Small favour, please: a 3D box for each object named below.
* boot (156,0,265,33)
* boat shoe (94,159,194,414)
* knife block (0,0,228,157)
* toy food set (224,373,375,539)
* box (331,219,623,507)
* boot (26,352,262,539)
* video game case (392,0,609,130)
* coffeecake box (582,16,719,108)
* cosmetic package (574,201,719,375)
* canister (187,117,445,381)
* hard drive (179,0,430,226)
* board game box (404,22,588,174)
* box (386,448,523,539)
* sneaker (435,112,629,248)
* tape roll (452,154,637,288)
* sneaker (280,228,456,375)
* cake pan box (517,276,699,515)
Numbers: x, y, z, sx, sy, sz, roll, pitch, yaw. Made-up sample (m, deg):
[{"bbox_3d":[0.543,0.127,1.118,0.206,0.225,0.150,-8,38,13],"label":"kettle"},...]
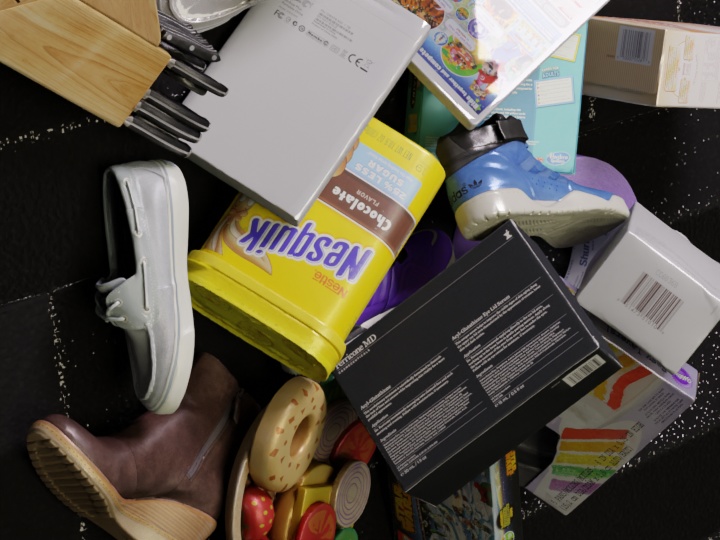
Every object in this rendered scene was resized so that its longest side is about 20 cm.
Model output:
[{"bbox_3d":[-0.070,-0.248,1.504,0.200,0.096,0.074,-37,113,-18],"label":"boot"},{"bbox_3d":[-0.176,0.013,1.507,0.071,0.070,0.201,0,87,-32],"label":"boat shoe"},{"bbox_3d":[-0.202,-0.149,1.443,0.200,0.064,0.176,-19,128,-21],"label":"knife block"},{"bbox_3d":[-0.048,0.184,1.648,0.198,0.049,0.201,4,97,-61],"label":"toy food set"},{"bbox_3d":[0.093,0.078,1.594,0.200,0.141,0.079,-37,154,9],"label":"box"},{"bbox_3d":[-0.172,0.132,1.561,0.200,0.072,0.167,50,56,-36],"label":"boot"},{"bbox_3d":[0.112,-0.233,1.627,0.143,0.018,0.200,46,71,1],"label":"video game case"},{"bbox_3d":[0.290,-0.196,1.810,0.200,0.153,0.073,-2,103,-41],"label":"coffeecake box"},{"bbox_3d":[0.261,0.012,1.702,0.081,0.113,0.200,-53,176,12],"label":"cosmetic package"},{"bbox_3d":[-0.038,-0.032,1.577,0.148,0.087,0.200,31,73,4],"label":"canister"},{"bbox_3d":[-0.051,-0.151,1.552,0.200,0.132,0.027,-56,174,-16],"label":"hard drive"},{"bbox_3d":[0.121,-0.189,1.696,0.151,0.047,0.201,2,100,-15],"label":"board game box"},{"bbox_3d":[0.083,0.197,1.715,0.040,0.137,0.200,-32,131,-33],"label":"box"},{"bbox_3d":[0.147,-0.083,1.659,0.200,0.077,0.111,-1,63,-40],"label":"sneaker"},{"bbox_3d":[0.178,-0.013,1.818,0.200,0.066,0.201,-11,107,-40],"label":"tape roll"},{"bbox_3d":[0.000,0.000,1.662,0.200,0.069,0.100,-36,120,-30],"label":"sneaker"},{"bbox_3d":[0.172,0.111,1.733,0.184,0.200,0.052,36,35,-11],"label":"cake pan box"}]
